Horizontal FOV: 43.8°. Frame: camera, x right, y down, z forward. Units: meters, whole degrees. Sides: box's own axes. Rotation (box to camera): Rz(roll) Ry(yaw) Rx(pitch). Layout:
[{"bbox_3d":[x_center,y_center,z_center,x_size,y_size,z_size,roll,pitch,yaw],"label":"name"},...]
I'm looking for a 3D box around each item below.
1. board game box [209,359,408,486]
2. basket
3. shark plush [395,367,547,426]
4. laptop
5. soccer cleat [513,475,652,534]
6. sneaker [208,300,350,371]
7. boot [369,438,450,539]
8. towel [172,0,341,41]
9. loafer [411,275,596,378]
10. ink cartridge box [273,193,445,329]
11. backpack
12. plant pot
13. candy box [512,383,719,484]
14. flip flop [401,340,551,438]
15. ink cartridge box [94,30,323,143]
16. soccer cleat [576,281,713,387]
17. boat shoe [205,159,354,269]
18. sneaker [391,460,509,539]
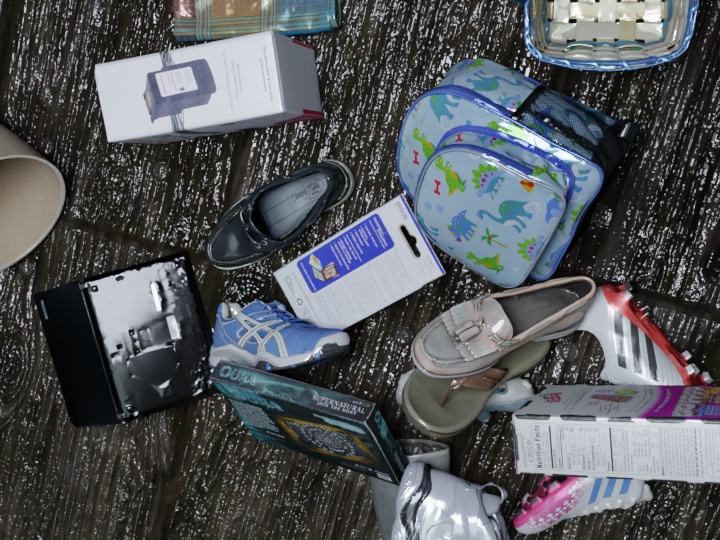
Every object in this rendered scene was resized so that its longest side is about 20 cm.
[{"bbox_3d":[-0.055,0.164,0.969,0.199,0.136,0.028,11,56,29],"label":"board game box"},{"bbox_3d":[0.234,-0.255,0.824,0.175,0.200,0.140,3,97,15],"label":"basket"},{"bbox_3d":[0.141,0.134,0.987,0.199,0.091,0.084,6,124,-1],"label":"shark plush"},{"bbox_3d":[-0.285,0.087,1.099,0.199,0.103,0.178,-16,94,-10],"label":"laptop"},{"bbox_3d":[0.253,0.231,0.949,0.200,0.070,0.086,-44,85,15],"label":"soccer cleat"},{"bbox_3d":[-0.097,0.071,0.994,0.199,0.076,0.077,-3,86,36],"label":"sneaker"},{"bbox_3d":[0.093,0.294,1.006,0.181,0.073,0.201,2,91,12],"label":"boot"},{"bbox_3d":[-0.120,-0.334,0.999,0.199,0.022,0.148,0,96,14],"label":"towel"},{"bbox_3d":[0.142,0.046,0.877,0.199,0.063,0.072,-16,64,-24],"label":"loafer"},{"bbox_3d":[0.000,0.000,0.973,0.200,0.037,0.095,-30,88,36],"label":"ink cartridge box"},{"bbox_3d":[0.132,-0.099,0.877,0.200,0.147,0.183,34,141,13],"label":"backpack"},{"bbox_3d":[-0.482,-0.123,1.049,0.200,0.187,0.187,46,105,20],"label":"plant pot"},{"bbox_3d":[0.257,0.150,0.843,0.199,0.136,0.061,-2,95,27],"label":"candy box"},{"bbox_3d":[0.121,0.096,0.913,0.081,0.199,0.058,47,149,26],"label":"flip flop"},{"bbox_3d":[-0.158,-0.191,0.962,0.199,0.145,0.085,-6,95,15],"label":"ink cartridge box"},{"bbox_3d":[0.297,0.105,0.928,0.085,0.069,0.200,-41,83,24],"label":"soccer cleat"},{"bbox_3d":[-0.100,-0.060,1.004,0.199,0.066,0.075,-25,91,16],"label":"boat shoe"},{"bbox_3d":[0.090,0.305,0.932,0.114,0.075,0.201,6,91,17],"label":"sneaker"}]
